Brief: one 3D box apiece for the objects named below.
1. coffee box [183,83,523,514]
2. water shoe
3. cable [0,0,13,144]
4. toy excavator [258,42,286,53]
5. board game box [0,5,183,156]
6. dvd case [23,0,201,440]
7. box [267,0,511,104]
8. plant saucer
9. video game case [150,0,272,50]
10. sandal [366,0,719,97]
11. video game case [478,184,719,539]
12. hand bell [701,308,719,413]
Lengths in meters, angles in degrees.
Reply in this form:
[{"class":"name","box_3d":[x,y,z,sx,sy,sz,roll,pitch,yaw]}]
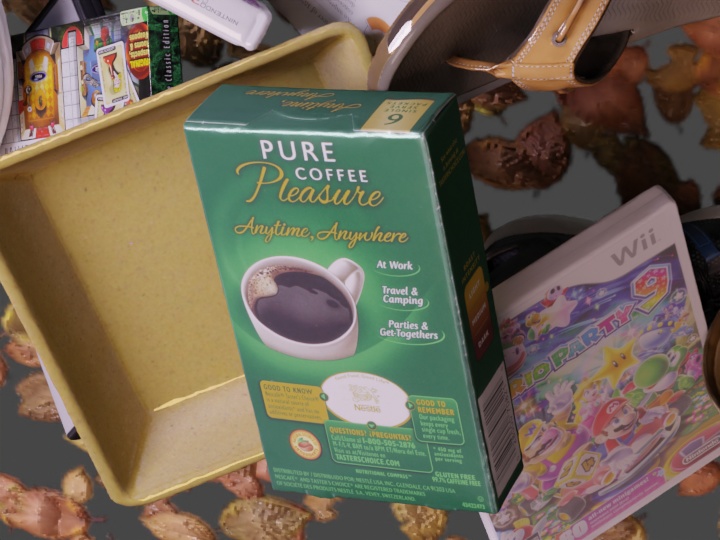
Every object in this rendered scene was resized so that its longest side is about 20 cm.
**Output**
[{"class":"coffee box","box_3d":[0.000,0.013,1.160,0.122,0.044,0.201,3,122,28]},{"class":"water shoe","box_3d":[0.155,0.015,1.333,0.199,0.079,0.072,-2,126,20]},{"class":"cable","box_3d":[-0.265,-0.128,1.334,0.200,0.069,0.200,48,135,10]},{"class":"toy excavator","box_3d":[0.000,0.000,1.330,0.199,0.195,0.100,19,164,-24]},{"class":"board game box","box_3d":[-0.157,-0.072,1.324,0.200,0.023,0.105,-5,91,49]},{"class":"dvd case","box_3d":[-0.147,-0.032,1.346,0.143,0.017,0.201,-45,59,42]},{"class":"box","box_3d":[0.035,-0.188,1.168,0.124,0.097,0.200,45,141,27]},{"class":"plant saucer","box_3d":[-0.062,-0.008,1.221,0.199,0.049,0.200,-21,119,4]},{"class":"video game case","box_3d":[-0.129,-0.160,1.226,0.182,0.200,0.024,28,95,-8]},{"class":"sandal","box_3d":[0.099,-0.109,1.142,0.199,0.055,0.082,-14,142,-19]},{"class":"video game case","box_3d":[0.111,0.062,1.279,0.143,0.018,0.200,-32,138,-9]},{"class":"hand bell","box_3d":[0.253,0.089,1.330,0.104,0.105,0.200,-7,146,22]}]
